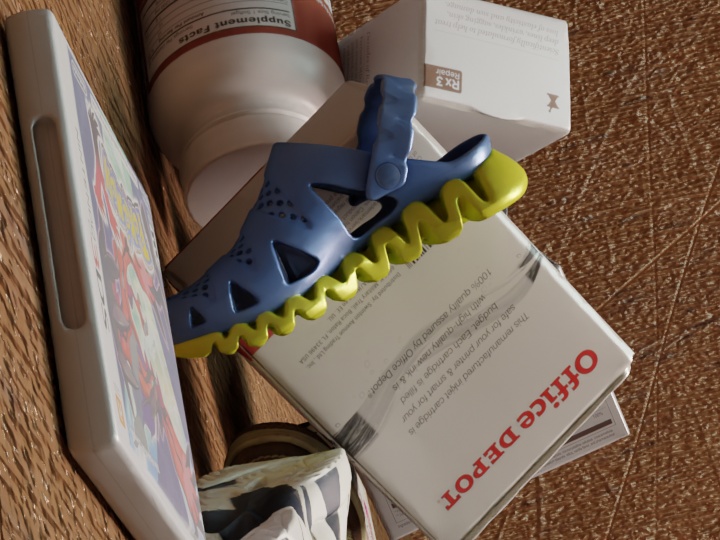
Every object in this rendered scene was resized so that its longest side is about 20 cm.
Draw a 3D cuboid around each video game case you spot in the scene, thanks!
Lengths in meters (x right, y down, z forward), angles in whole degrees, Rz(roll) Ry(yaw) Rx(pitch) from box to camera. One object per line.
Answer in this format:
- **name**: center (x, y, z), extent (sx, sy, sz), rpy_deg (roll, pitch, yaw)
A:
- **video game case**: center (-0.101, 0.016, 1.105), extent (0.200, 0.023, 0.183), rpy_deg (72, 6, -69)

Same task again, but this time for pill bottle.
- **pill bottle**: center (-0.067, -0.120, 1.511), extent (0.112, 0.112, 0.201), rpy_deg (74, 4, -54)

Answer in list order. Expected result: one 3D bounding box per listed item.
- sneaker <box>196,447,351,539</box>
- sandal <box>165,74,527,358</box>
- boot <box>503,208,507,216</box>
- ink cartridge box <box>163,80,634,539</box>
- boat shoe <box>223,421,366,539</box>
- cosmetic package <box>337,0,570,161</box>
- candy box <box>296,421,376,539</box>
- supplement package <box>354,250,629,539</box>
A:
- **sneaker**: center (-0.034, 0.164, 1.270), extent (0.199, 0.079, 0.130), rpy_deg (-86, 165, -81)
- **sandal**: center (-0.022, -0.026, 1.307), extent (0.087, 0.200, 0.079), rpy_deg (60, -15, -7)
- **boot**: center (0.000, 0.000, 1.603), extent (0.200, 0.188, 0.069), rpy_deg (56, 11, -79)
- **ink cartridge box**: center (0.020, 0.024, 1.405), extent (0.200, 0.147, 0.083), rpy_deg (46, -5, -19)
- **boat shoe**: center (-0.029, 0.172, 1.437), extent (0.075, 0.074, 0.203), rpy_deg (-90, 170, -49)
- **cosmetic package**: center (0.027, -0.090, 1.548), extent (0.200, 0.101, 0.074), rpy_deg (-28, -124, 55)
- **candy box**: center (-0.022, 0.181, 1.678), extent (0.200, 0.061, 0.137), rpy_deg (71, 6, -74)
- **supplement package**: center (0.056, 0.063, 1.633), extent (0.200, 0.155, 0.111), rpy_deg (-121, -173, -82)
